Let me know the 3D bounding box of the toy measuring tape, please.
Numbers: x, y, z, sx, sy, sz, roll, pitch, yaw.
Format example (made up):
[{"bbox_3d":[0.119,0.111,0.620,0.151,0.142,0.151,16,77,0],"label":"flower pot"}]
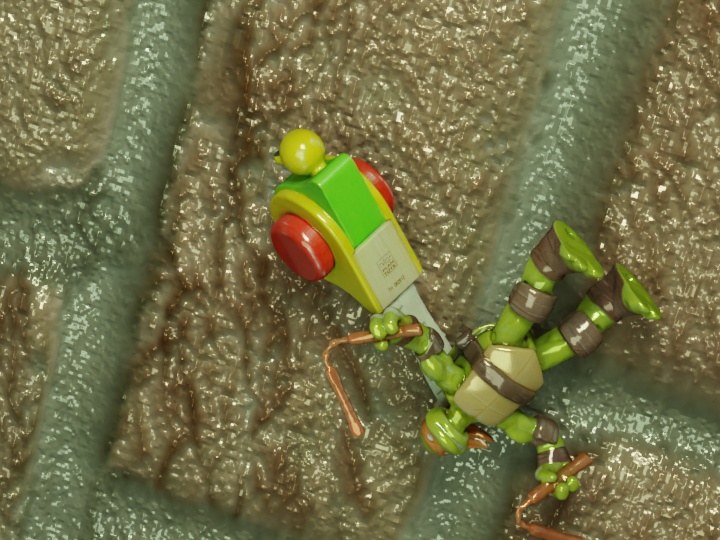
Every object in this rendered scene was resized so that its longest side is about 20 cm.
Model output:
[{"bbox_3d":[0.000,0.000,1.350,0.073,0.074,0.200,-18,122,19],"label":"toy measuring tape"}]

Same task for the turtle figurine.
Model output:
[{"bbox_3d":[0.090,0.058,1.336,0.200,0.064,0.161,39,107,-18],"label":"turtle figurine"}]
